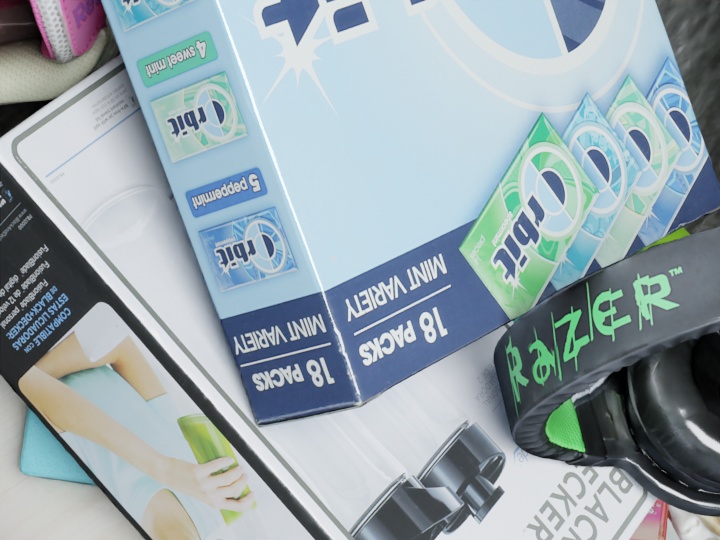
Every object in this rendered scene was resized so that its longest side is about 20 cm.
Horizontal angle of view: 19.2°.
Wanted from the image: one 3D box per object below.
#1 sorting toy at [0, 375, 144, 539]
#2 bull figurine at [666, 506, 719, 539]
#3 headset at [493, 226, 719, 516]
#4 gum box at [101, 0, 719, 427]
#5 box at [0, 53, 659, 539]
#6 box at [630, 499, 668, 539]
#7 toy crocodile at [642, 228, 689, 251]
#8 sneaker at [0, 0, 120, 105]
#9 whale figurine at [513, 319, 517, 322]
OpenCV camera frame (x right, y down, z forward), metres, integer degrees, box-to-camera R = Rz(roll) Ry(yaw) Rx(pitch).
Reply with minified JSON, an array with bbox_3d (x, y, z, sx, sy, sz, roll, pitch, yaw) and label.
[{"bbox_3d":[-0.128,0.058,0.663,0.200,0.180,0.107,-43,178,27],"label":"sorting toy"},{"bbox_3d":[0.135,0.100,0.870,0.065,0.121,0.200,-40,138,-3],"label":"bull figurine"},{"bbox_3d":[0.123,0.010,0.597,0.199,0.095,0.123,8,151,-42],"label":"headset"},{"bbox_3d":[0.007,-0.083,0.575,0.170,0.044,0.201,-26,97,-45],"label":"gum box"},{"bbox_3d":[-0.018,0.031,0.598,0.060,0.200,0.117,-39,-178,41],"label":"box"},{"bbox_3d":[0.008,0.120,0.773,0.199,0.096,0.100,8,131,9],"label":"box"},{"bbox_3d":[0.141,0.039,0.771,0.067,0.200,0.062,-1,124,-35],"label":"toy crocodile"},{"bbox_3d":[-0.081,-0.096,0.603,0.199,0.088,0.082,-33,136,-10],"label":"sneaker"},{"bbox_3d":[0.000,0.000,0.690,0.159,0.104,0.200,40,96,-3],"label":"whale figurine"}]
